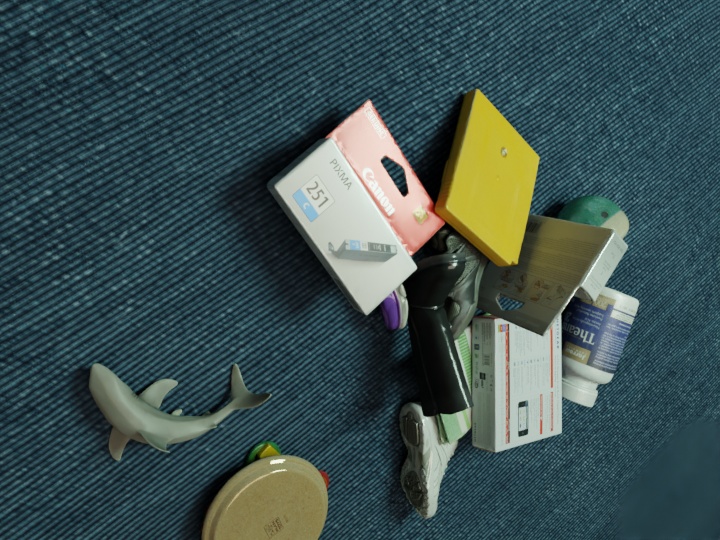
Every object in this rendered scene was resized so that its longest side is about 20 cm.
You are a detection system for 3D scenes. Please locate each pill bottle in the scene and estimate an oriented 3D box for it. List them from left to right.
[{"bbox_3d":[0.404,0.129,1.126,0.109,0.110,0.205,17,94,-33],"label":"pill bottle"}]

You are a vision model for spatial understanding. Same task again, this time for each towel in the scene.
[{"bbox_3d":[0.180,0.162,1.016,0.198,0.023,0.156,-27,107,-36],"label":"towel"}]

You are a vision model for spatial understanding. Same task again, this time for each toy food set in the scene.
[{"bbox_3d":[-0.129,0.348,0.896,0.198,0.048,0.201,-45,121,-14],"label":"toy food set"}]

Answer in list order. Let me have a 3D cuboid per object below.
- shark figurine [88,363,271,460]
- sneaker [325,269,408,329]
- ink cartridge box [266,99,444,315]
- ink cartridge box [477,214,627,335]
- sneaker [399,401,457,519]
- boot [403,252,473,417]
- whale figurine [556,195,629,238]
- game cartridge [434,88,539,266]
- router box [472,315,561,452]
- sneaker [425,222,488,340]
[{"bbox_3d":[-0.222,0.187,0.773,0.210,0.089,0.131,8,100,-31],"label":"shark figurine"},{"bbox_3d":[0.000,0.000,0.877,0.082,0.081,0.203,-32,109,-4],"label":"sneaker"},{"bbox_3d":[0.009,-0.080,0.796,0.176,0.045,0.202,-42,111,-13],"label":"ink cartridge box"},{"bbox_3d":[0.265,0.008,0.944,0.044,0.199,0.178,38,84,-27],"label":"ink cartridge box"},{"bbox_3d":[0.119,0.300,1.021,0.097,0.077,0.205,-11,110,-32],"label":"sneaker"},{"bbox_3d":[0.112,0.091,0.863,0.064,0.165,0.206,-6,79,-17],"label":"boot"},{"bbox_3d":[0.340,-0.044,1.046,0.198,0.159,0.105,-36,76,-7],"label":"whale figurine"},{"bbox_3d":[0.189,-0.129,0.929,0.175,0.032,0.204,35,63,-34],"label":"game cartridge"},{"bbox_3d":[0.256,0.173,1.031,0.176,0.048,0.206,0,90,-39],"label":"router box"},{"bbox_3d":[0.128,0.000,0.945,0.112,0.076,0.204,18,90,-32],"label":"sneaker"}]
